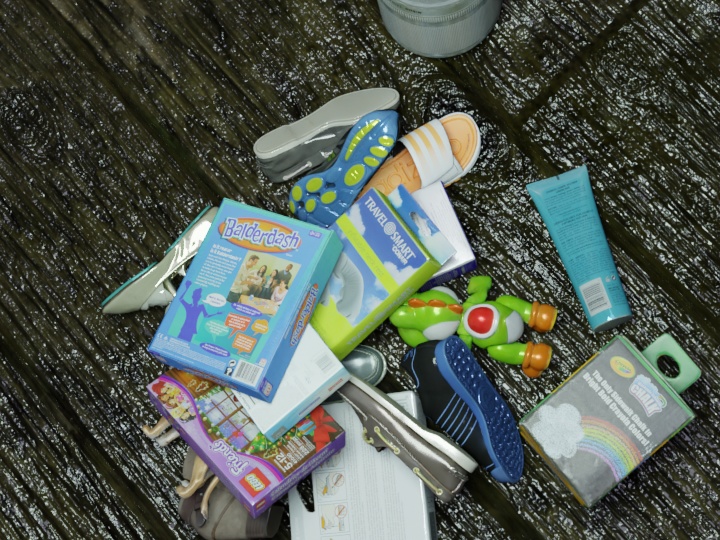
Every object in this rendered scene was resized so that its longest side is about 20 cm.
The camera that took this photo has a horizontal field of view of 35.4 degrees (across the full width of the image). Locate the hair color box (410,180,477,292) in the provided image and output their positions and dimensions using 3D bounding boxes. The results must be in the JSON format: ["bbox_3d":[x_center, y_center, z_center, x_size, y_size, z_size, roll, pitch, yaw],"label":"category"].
[{"bbox_3d":[0.032,-0.016,1.389,0.199,0.065,0.110,-24,77,2],"label":"hair color box"}]

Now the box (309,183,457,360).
[{"bbox_3d":[0.000,0.000,1.316,0.200,0.048,0.122,-43,65,11],"label":"box"}]

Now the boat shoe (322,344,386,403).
[{"bbox_3d":[-0.068,0.125,1.378,0.198,0.062,0.074,-5,79,7],"label":"boat shoe"}]

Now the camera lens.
[{"bbox_3d":[0.093,-0.362,1.372,0.158,0.200,0.162,-1,79,7],"label":"camera lens"}]

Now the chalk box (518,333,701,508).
[{"bbox_3d":[0.293,0.160,1.290,0.200,0.124,0.125,-40,76,-1],"label":"chalk box"}]

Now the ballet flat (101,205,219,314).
[{"bbox_3d":[-0.237,0.003,1.426,0.200,0.069,0.070,-42,77,-1],"label":"ballet flat"}]

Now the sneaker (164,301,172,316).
[{"bbox_3d":[-0.150,0.022,1.406,0.199,0.072,0.073,-37,83,3],"label":"sneaker"}]

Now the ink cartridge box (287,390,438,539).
[{"bbox_3d":[-0.001,0.255,1.355,0.172,0.044,0.202,-9,78,20],"label":"ink cartridge box"}]

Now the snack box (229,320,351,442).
[{"bbox_3d":[-0.113,0.083,1.286,0.116,0.037,0.200,-39,60,-3],"label":"snack box"}]

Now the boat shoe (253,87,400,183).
[{"bbox_3d":[-0.039,-0.173,1.439,0.199,0.057,0.067,-23,42,0],"label":"boat shoe"}]

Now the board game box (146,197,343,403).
[{"bbox_3d":[-0.128,0.030,1.268,0.151,0.045,0.201,17,72,25],"label":"board game box"}]

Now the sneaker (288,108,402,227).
[{"bbox_3d":[-0.014,-0.124,1.389,0.071,0.083,0.200,45,122,1],"label":"sneaker"}]

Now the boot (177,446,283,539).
[{"bbox_3d":[-0.143,0.228,1.358,0.145,0.070,0.201,9,71,33],"label":"boot"}]

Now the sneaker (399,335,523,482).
[{"bbox_3d":[0.120,0.167,1.329,0.078,0.070,0.201,-18,107,39],"label":"sneaker"}]

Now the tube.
[{"bbox_3d":[0.270,-0.027,1.368,0.077,0.050,0.202,-18,73,0],"label":"tube"}]

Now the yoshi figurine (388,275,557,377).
[{"bbox_3d":[0.128,0.066,1.360,0.198,0.113,0.113,13,122,-4],"label":"yoshi figurine"}]

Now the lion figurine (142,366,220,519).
[{"bbox_3d":[-0.185,0.189,1.344,0.122,0.073,0.200,-38,54,-4],"label":"lion figurine"}]

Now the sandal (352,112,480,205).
[{"bbox_3d":[0.061,-0.125,1.406,0.206,0.059,0.079,-34,77,1],"label":"sandal"}]

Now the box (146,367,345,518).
[{"bbox_3d":[-0.131,0.166,1.292,0.137,0.039,0.200,-36,61,-23],"label":"box"}]

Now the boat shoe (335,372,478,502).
[{"bbox_3d":[0.039,0.186,1.294,0.199,0.072,0.060,35,90,16],"label":"boat shoe"}]
